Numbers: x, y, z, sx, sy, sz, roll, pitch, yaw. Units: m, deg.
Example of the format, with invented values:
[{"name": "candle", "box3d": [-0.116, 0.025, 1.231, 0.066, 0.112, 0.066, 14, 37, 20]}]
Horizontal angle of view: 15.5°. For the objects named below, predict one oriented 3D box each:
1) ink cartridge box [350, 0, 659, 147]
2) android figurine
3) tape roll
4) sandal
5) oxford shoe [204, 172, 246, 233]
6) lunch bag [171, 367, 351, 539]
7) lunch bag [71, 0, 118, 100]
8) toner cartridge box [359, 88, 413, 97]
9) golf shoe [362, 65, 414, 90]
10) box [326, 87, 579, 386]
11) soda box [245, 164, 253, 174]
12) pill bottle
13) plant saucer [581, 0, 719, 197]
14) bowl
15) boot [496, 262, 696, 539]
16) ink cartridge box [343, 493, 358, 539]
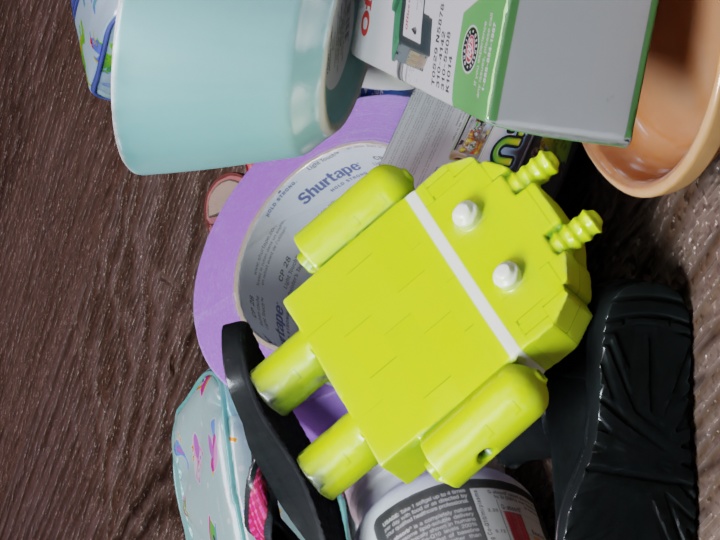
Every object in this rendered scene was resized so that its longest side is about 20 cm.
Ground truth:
[{"name": "ink cartridge box", "box3d": [0.073, -0.155, 1.320, 0.200, 0.084, 0.147, -147, 65, -66]}, {"name": "android figurine", "box3d": [0.037, 0.022, 1.350, 0.200, 0.041, 0.183, -39, 52, 12]}, {"name": "tape roll", "box3d": [0.000, 0.000, 1.535, 0.199, 0.066, 0.201, -22, 50, 28]}, {"name": "sandal", "box3d": [-0.049, 0.114, 1.461, 0.075, 0.045, 0.201, -97, -15, -57]}, {"name": "oxford shoe", "box3d": [-0.037, 0.021, 1.837, 0.070, 0.075, 0.201, -27, 79, 35]}, {"name": "lunch bag", "box3d": [-0.064, 0.165, 1.637, 0.160, 0.077, 0.201, 136, 127, -65]}, {"name": "lunch bag", "box3d": [-0.082, -0.179, 1.712, 0.161, 0.199, 0.083, 121, 138, -68]}, {"name": "toner cartridge box", "box3d": [0.042, -0.130, 1.604, 0.200, 0.043, 0.096, 124, 138, -59]}, {"name": "golf shoe", "box3d": [-0.028, -0.122, 1.555, 0.078, 0.097, 0.200, 50, 167, -26]}, {"name": "box", "box3d": [0.046, -0.025, 1.427, 0.110, 0.035, 0.201, 13, 75, 49]}, {"name": "soda box", "box3d": [-0.043, -0.087, 1.722, 0.200, 0.069, 0.064, -114, 16, -84]}, {"name": "pill bottle", "box3d": [0.059, 0.184, 1.486, 0.117, 0.116, 0.201, 107, 153, -44]}, {"name": "plant saucer", "box3d": [0.150, -0.137, 1.304, 0.200, 0.037, 0.202, 177, 90, -70]}, {"name": "bowl", "box3d": [-0.052, -0.140, 1.421, 0.201, 0.104, 0.202, 12, -90, -79]}, {"name": "boot", "box3d": [0.110, 0.090, 1.394, 0.162, 0.073, 0.200, 180, 95, -68]}, {"name": "ink cartridge box", "box3d": [0.014, 0.115, 1.652, 0.145, 0.083, 0.202, -157, 66, -68]}]
